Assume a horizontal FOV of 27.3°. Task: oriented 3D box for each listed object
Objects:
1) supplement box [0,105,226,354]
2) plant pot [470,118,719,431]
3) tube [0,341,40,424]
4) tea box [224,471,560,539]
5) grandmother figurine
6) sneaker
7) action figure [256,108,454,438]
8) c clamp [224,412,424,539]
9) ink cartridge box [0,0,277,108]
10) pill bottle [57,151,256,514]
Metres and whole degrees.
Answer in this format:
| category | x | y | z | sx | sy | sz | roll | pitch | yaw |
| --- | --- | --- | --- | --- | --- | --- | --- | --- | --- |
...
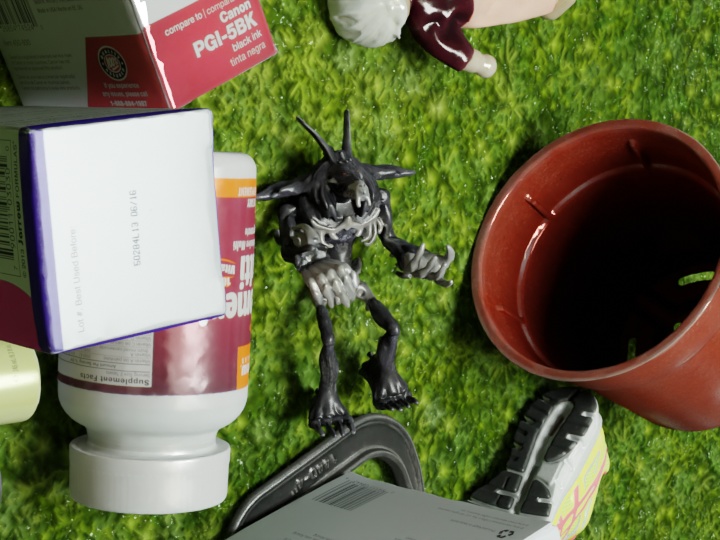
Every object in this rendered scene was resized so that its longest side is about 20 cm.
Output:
| category | x | y | z | sx | sy | sz | roll | pitch | yaw |
| --- | --- | --- | --- | --- | --- | --- | --- | --- | --- |
| supplement box | -0.167 | -0.028 | 0.735 | 0.103 | 0.200 | 0.101 | -13 | 104 | -42 |
| plant pot | 0.217 | 0.022 | 1.105 | 0.195 | 0.201 | 0.201 | 36 | 71 | -47 |
| tube | -0.263 | 0.064 | 0.759 | 0.200 | 0.058 | 0.052 | -2 | 113 | -40 |
| tea box | 0.030 | 0.252 | 0.914 | 0.134 | 0.200 | 0.197 | -24 | 107 | -34 |
| grandmother figurine | 0.063 | -0.189 | 1.021 | 0.200 | 0.061 | 0.121 | -16 | 78 | -37 |
| sneaker | 0.134 | 0.188 | 1.117 | 0.200 | 0.078 | 0.090 | -50 | 132 | -24 |
| action figure | 0.000 | 0.000 | 0.956 | 0.119 | 0.102 | 0.200 | -13 | 106 | -28 |
| c clamp | -0.020 | 0.201 | 1.017 | 0.200 | 0.027 | 0.171 | -39 | 114 | -30 |
| ink cartridge box | -0.144 | -0.188 | 0.769 | 0.083 | 0.147 | 0.200 | -35 | 118 | -35 |
| pill bottle | -0.117 | 0.031 | 0.847 | 0.109 | 0.109 | 0.200 | -2 | 96 | -42 |
